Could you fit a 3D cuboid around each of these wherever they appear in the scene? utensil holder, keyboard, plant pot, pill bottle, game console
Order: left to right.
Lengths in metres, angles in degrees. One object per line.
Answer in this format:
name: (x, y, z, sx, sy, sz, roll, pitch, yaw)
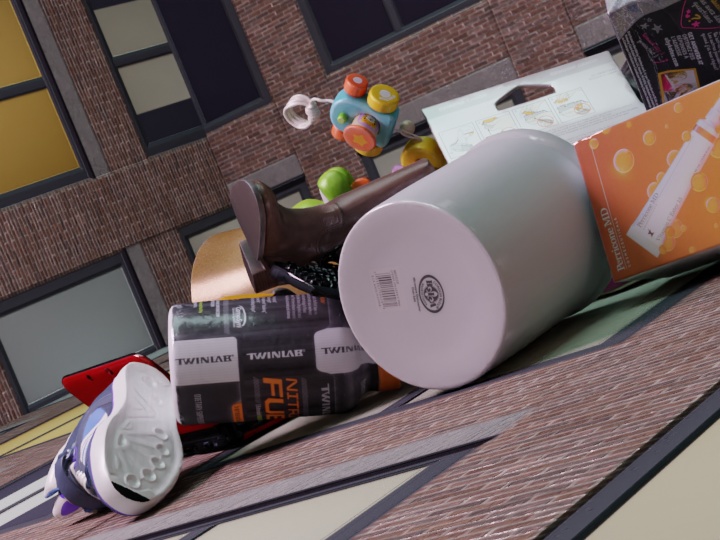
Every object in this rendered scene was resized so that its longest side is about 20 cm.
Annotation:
game console: (-0.165, 0.114, 1.679, 0.172, 0.120, 0.200, -25, 4, -33)
pill bottle: (-0.064, 0.074, 1.495, 0.198, 0.107, 0.106, -4, 2, -2)
plant pot: (-0.047, 0.019, 1.847, 0.199, 0.188, 0.186, -20, 4, 32)
keyboard: (0.007, 0.005, 1.498, 0.199, 0.040, 0.104, 12, 7, -45)
utensil holder: (0.099, -0.010, 1.424, 0.169, 0.171, 0.200, -21, 6, 37)

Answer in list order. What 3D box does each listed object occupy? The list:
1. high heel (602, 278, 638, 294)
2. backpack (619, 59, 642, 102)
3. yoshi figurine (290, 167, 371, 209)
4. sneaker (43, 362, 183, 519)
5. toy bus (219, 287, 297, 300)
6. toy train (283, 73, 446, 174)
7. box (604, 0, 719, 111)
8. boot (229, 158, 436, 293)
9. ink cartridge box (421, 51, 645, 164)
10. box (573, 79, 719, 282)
high heel: (0.201, -0.025, 1.567, 0.199, 0.097, 0.067, -21, 3, 41)
backpack: (0.249, -0.101, 1.714, 0.189, 0.201, 0.154, -16, -26, -29)
yoshi figurine: (-0.011, 0.004, 1.666, 0.111, 0.201, 0.112, -25, 5, -20)
sneaker: (-0.221, 0.184, 1.498, 0.147, 0.080, 0.201, -54, 19, 23)
toy bus: (-0.036, 0.060, 1.584, 0.198, 0.079, 0.065, 6, 1, -6)
toy train: (0.011, -0.092, 1.681, 0.149, 0.200, 0.056, -22, 29, 33)
box: (0.265, -0.251, 1.454, 0.114, 0.132, 0.201, -18, 44, 15)
boot: (-0.009, -0.061, 1.500, 0.199, 0.065, 0.187, -20, -17, -9)
ink cartridge box: (0.176, -0.113, 1.617, 0.198, 0.045, 0.177, -18, 44, -5)
box: (0.291, -0.079, 1.389, 0.199, 0.125, 0.097, -22, -11, 37)
